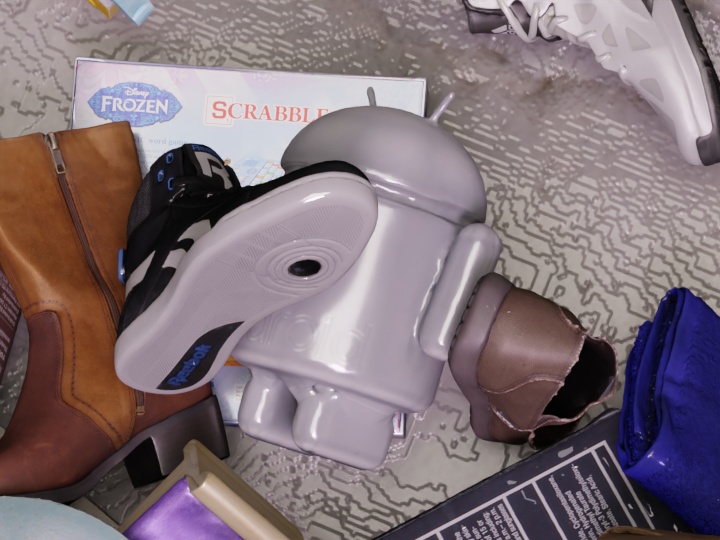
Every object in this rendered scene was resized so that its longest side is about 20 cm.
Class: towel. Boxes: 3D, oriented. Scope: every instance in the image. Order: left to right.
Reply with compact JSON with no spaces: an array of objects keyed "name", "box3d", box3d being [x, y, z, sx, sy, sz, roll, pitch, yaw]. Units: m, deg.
[{"name":"towel","box3d":[0.215,0.115,1.346,0.200,0.148,0.050,40,126,-14]}]

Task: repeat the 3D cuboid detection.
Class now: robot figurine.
[{"name":"robot figurine","box3d":[0.000,0.000,1.362,0.169,0.113,0.201,11,82,38]}]

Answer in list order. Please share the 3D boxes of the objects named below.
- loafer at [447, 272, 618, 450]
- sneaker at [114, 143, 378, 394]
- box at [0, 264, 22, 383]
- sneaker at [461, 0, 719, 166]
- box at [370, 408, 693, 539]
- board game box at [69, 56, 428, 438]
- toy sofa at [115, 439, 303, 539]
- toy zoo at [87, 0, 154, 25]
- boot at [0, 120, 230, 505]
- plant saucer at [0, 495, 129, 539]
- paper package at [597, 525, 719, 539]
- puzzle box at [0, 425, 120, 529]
[{"name":"loafer","box3d":[0.096,0.060,1.346,0.071,0.200,0.073,22,84,17]},{"name":"sneaker","box3d":[-0.066,-0.030,1.301,0.073,0.200,0.112,17,52,-32]},{"name":"box","box3d":[-0.254,0.070,1.390,0.100,0.075,0.200,3,61,21]},{"name":"sneaker","box3d":[0.125,-0.132,1.444,0.115,0.076,0.201,-25,74,9]},{"name":"box","box3d":[0.095,0.213,1.350,0.198,0.123,0.200,-26,72,-5]},{"name":"board game box","box3d":[-0.067,-0.013,1.446,0.199,0.041,0.200,4,84,4]},{"name":"toy sofa","box3d":[-0.117,0.190,1.301,0.200,0.098,0.083,-45,107,8]},{"name":"toy zoo","box3d":[-0.191,-0.203,1.433,0.200,0.131,0.020,43,88,7]},{"name":"boot","box3d":[-0.171,0.025,1.357,0.188,0.068,0.200,-16,84,-29]},{"name":"plant saucer","box3d":[-0.175,0.211,1.260,0.200,0.039,0.202,0,91,10]},{"name":"paper package","box3d":[0.198,0.228,1.221,0.190,0.103,0.201,5,87,-6]},{"name":"puzzle box","box3d":[-0.165,0.198,1.433,0.200,0.025,0.133,40,87,8]}]
